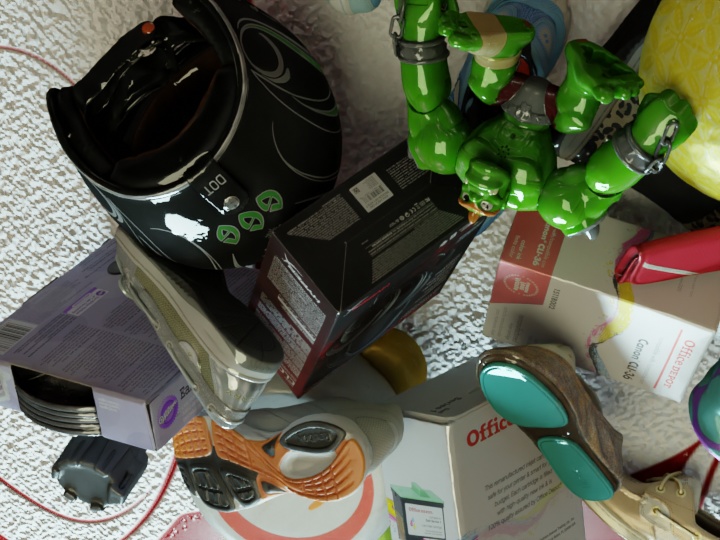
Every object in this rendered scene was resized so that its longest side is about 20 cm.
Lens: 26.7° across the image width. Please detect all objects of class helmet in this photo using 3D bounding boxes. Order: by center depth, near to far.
[{"bbox_3d":[-0.106,-0.098,1.071,0.199,0.201,0.191,-6,165,21],"label":"helmet"}]

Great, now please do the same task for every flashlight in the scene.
[{"bbox_3d":[-0.189,0.110,1.242,0.067,0.200,0.068,-25,110,33],"label":"flashlight"}]

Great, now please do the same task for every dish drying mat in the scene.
[{"bbox_3d":[0.275,-0.021,1.021,0.199,0.018,0.077,-10,162,-5],"label":"dish drying mat"}]

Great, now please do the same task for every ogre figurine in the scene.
[{"bbox_3d":[0.104,-0.093,0.961,0.199,0.098,0.120,14,126,3],"label":"ogre figurine"}]

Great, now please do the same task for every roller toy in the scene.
[{"bbox_3d":[-0.045,0.132,1.242,0.181,0.140,0.201,11,117,7],"label":"roller toy"}]

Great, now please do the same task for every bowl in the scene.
[{"bbox_3d":[0.282,-0.112,0.926,0.199,0.108,0.201,-6,119,-11],"label":"bowl"}]

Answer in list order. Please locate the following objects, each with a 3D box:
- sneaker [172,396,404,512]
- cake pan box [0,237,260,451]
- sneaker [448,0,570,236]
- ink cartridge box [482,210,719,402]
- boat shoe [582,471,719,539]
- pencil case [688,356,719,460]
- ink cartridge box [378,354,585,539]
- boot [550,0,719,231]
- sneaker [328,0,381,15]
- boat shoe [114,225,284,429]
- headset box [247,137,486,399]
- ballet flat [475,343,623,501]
[{"bbox_3d":[-0.052,0.131,1.127,0.199,0.092,0.076,-2,102,39],"label":"sneaker"},{"bbox_3d":[-0.179,0.052,1.179,0.183,0.200,0.053,9,123,29],"label":"cake pan box"},{"bbox_3d":[0.084,-0.102,1.068,0.078,0.090,0.201,19,127,7],"label":"sneaker"},{"bbox_3d":[0.197,0.027,1.104,0.199,0.068,0.117,18,151,8],"label":"ink cartridge box"},{"bbox_3d":[0.255,0.197,1.225,0.200,0.074,0.069,36,104,4],"label":"boat shoe"},{"bbox_3d":[0.310,0.057,1.033,0.085,0.093,0.200,0,142,-30],"label":"pencil case"},{"bbox_3d":[0.098,0.178,1.181,0.084,0.144,0.201,8,112,45],"label":"ink cartridge box"},{"bbox_3d":[0.240,-0.118,1.018,0.153,0.074,0.204,33,123,-12],"label":"boot"},{"bbox_3d":[0.054,-0.241,0.995,0.130,0.080,0.201,22,128,7],"label":"sneaker"},{"bbox_3d":[-0.127,0.032,1.091,0.202,0.074,0.065,43,112,40],"label":"boat shoe"},{"bbox_3d":[0.000,0.000,1.089,0.077,0.149,0.200,50,156,12],"label":"headset box"},{"bbox_3d":[0.142,0.095,1.118,0.068,0.068,0.200,-1,144,32],"label":"ballet flat"}]
